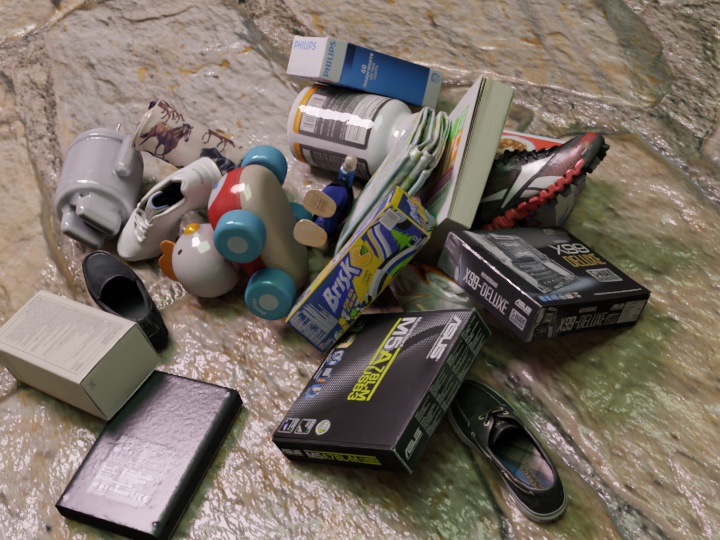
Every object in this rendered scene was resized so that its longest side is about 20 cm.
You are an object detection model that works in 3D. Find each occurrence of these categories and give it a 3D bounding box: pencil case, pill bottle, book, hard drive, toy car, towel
[{"bbox_3d":[-0.215,-0.157,1.429,0.199,0.089,0.078,29,80,-15],"label":"pencil case"},{"bbox_3d":[0.006,-0.188,1.451,0.199,0.117,0.117,17,53,26],"label":"pill bottle"},{"bbox_3d":[0.120,-0.122,1.279,0.048,0.134,0.201,23,66,-12],"label":"book"},{"bbox_3d":[-0.239,0.208,1.191,0.139,0.033,0.201,10,51,22],"label":"hard drive"},{"bbox_3d":[-0.181,-0.034,1.325,0.199,0.178,0.185,-14,34,17],"label":"toy car"},{"bbox_3d":[0.039,-0.101,1.302,0.048,0.200,0.171,34,30,-7],"label":"towel"}]

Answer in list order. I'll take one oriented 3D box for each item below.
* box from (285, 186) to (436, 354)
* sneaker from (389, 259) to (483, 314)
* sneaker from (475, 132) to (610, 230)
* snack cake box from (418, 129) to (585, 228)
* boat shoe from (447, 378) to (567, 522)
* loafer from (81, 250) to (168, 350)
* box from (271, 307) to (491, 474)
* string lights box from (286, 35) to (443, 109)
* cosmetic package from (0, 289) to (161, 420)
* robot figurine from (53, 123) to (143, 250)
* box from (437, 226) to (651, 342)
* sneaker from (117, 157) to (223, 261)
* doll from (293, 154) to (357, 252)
[{"bbox_3d":[0.000,0.000,1.214,0.200,0.064,0.070,-47,7,23],"label":"box"},{"bbox_3d":[0.069,0.038,1.255,0.075,0.093,0.200,11,8,-36],"label":"sneaker"},{"bbox_3d":[0.204,-0.116,1.255,0.200,0.098,0.071,-37,-2,34],"label":"sneaker"},{"bbox_3d":[0.188,-0.125,1.381,0.199,0.067,0.115,15,52,26],"label":"snack cake box"},{"bbox_3d":[0.155,0.178,1.109,0.068,0.057,0.200,-27,47,-13],"label":"boat shoe"},{"bbox_3d":[-0.312,0.028,1.352,0.068,0.071,0.201,-31,48,-17],"label":"loafer"},{"bbox_3d":[0.022,0.128,1.146,0.192,0.048,0.200,-7,39,47],"label":"box"},{"bbox_3d":[0.008,-0.283,1.482,0.199,0.059,0.103,9,7,-32],"label":"string lights box"},{"bbox_3d":[-0.352,0.099,1.268,0.199,0.073,0.104,16,53,39],"label":"cosmetic package"},{"bbox_3d":[-0.371,-0.124,1.479,0.169,0.113,0.201,-34,37,29],"label":"robot figurine"},{"bbox_3d":[0.212,0.010,1.194,0.199,0.050,0.158,-4,35,-39],"label":"box"},{"bbox_3d":[-0.270,-0.080,1.380,0.075,0.200,0.087,53,30,9],"label":"sneaker"},{"bbox_3d":[-0.036,-0.087,1.350,0.048,0.137,0.200,20,13,5],"label":"doll"}]
